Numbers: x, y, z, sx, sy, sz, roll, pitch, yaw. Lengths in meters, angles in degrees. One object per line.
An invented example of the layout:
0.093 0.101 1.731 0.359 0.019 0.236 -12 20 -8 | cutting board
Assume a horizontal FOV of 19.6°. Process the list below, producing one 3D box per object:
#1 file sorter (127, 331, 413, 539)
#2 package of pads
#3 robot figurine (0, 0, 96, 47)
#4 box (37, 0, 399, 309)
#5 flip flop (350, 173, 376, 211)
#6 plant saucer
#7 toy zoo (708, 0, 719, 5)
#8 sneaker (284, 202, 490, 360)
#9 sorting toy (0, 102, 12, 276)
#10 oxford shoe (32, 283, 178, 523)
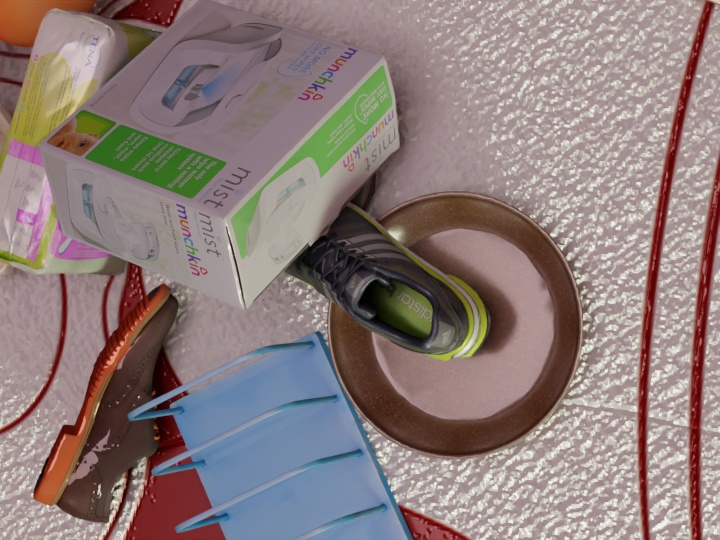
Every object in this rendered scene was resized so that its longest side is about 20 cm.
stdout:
-0.068 0.166 1.572 0.139 0.123 0.200 -27 81 17 | file sorter
-0.213 -0.096 1.605 0.068 0.154 0.200 19 96 19 | package of pads
-0.284 -0.246 1.638 0.200 0.144 0.117 32 139 35 | robot figurine
-0.100 -0.088 1.527 0.176 0.200 0.097 21 141 30 | box
-0.084 -0.056 1.609 0.200 0.058 0.081 -8 87 16 | flip flop
0.074 0.041 1.566 0.200 0.037 0.201 0 89 20 | plant saucer
0.329 -0.268 1.485 0.131 0.020 0.200 26 98 18 | toy zoo
0.000 0.000 1.531 0.200 0.081 0.074 28 99 17 | sneaker
-0.367 -0.109 1.669 0.180 0.200 0.107 15 60 34 | sorting toy
-0.185 0.106 1.653 0.072 0.071 0.200 27 98 -9 | oxford shoe
